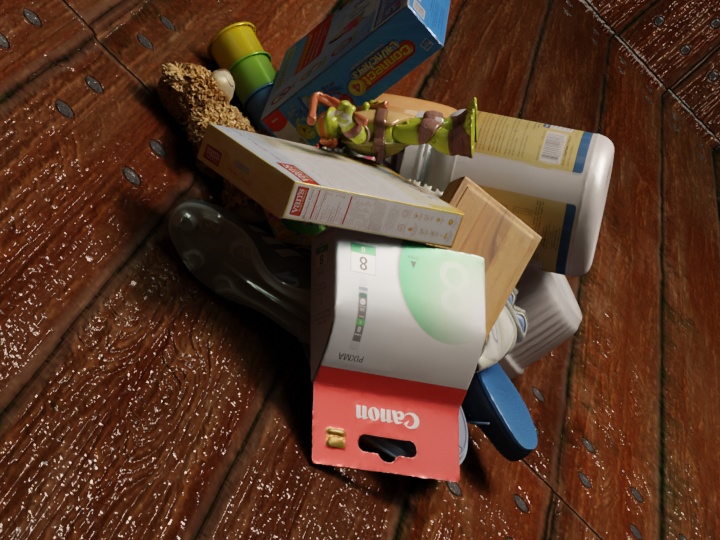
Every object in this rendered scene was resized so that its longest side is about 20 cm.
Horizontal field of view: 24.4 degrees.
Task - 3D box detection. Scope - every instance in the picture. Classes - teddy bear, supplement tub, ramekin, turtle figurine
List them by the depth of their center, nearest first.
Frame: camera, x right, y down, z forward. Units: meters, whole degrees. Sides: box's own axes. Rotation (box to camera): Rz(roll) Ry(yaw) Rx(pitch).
[{"bbox_3d":[0.025,-0.128,1.516,0.200,0.160,0.065,-33,126,-80],"label":"turtle figurine"},{"bbox_3d":[-0.122,-0.123,1.612,0.145,0.067,0.201,24,33,-50],"label":"teddy bear"},{"bbox_3d":[0.144,-0.081,1.663,0.199,0.146,0.145,12,20,10],"label":"supplement tub"},{"bbox_3d":[0.158,0.008,1.806,0.201,0.105,0.200,59,10,-17],"label":"ramekin"}]

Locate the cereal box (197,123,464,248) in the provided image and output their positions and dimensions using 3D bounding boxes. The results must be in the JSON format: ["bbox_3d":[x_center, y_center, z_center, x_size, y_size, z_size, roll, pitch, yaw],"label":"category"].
[{"bbox_3d":[-0.026,-0.073,1.457,0.199,0.040,0.144,9,18,-40],"label":"cereal box"}]

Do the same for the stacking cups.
[{"bbox_3d":[-0.096,-0.166,1.761,0.060,0.060,0.201,5,53,-60],"label":"stacking cups"}]

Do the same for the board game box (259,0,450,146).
[{"bbox_3d":[-0.001,-0.226,1.695,0.056,0.195,0.200,46,24,-18],"label":"board game box"}]

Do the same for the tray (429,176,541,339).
[{"bbox_3d":[0.082,0.022,1.539,0.098,0.037,0.201,37,66,-15],"label":"tray"}]

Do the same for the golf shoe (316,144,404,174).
[{"bbox_3d":[0.005,-0.085,1.666,0.200,0.077,0.089,-16,97,-69],"label":"golf shoe"}]

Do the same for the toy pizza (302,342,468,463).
[{"bbox_3d":[0.019,0.110,1.536,0.200,0.032,0.201,35,27,-20],"label":"toy pizza"}]

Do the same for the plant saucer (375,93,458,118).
[{"bbox_3d":[0.029,-0.171,1.845,0.199,0.038,0.200,9,1,0],"label":"plant saucer"}]

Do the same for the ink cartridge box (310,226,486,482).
[{"bbox_3d":[0.034,0.073,1.440,0.160,0.050,0.201,11,67,-31],"label":"ink cartridge box"}]

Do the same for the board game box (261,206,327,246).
[{"bbox_3d":[-0.057,-0.070,1.590,0.096,0.030,0.200,66,15,11],"label":"board game box"}]

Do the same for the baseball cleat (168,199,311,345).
[{"bbox_3d":[-0.084,-0.004,1.476,0.200,0.070,0.107,40,23,-14],"label":"baseball cleat"}]

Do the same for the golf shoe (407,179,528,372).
[{"bbox_3d":[0.081,0.007,1.588,0.200,0.078,0.097,52,42,-7],"label":"golf shoe"}]

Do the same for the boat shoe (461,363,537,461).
[{"bbox_3d":[0.104,0.114,1.651,0.084,0.069,0.201,21,31,-52],"label":"boat shoe"}]
